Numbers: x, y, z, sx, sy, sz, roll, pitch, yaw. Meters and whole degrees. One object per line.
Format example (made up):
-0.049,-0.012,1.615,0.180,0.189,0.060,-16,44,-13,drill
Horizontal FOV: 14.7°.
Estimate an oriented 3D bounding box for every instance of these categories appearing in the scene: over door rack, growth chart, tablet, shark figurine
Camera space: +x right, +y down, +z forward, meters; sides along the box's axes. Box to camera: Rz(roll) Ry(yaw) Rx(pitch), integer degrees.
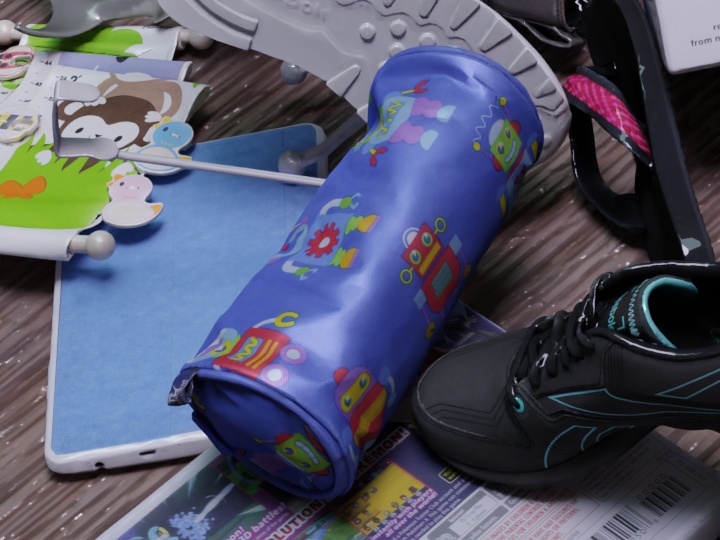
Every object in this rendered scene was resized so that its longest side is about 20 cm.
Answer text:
-0.046,-0.075,1.249,0.199,0.067,0.148,16,39,-16,over door rack
-0.142,-0.065,1.331,0.144,0.018,0.200,-1,36,19,growth chart
-0.075,0.009,1.246,0.129,0.014,0.201,-10,41,6,tablet
-0.079,-0.174,1.348,0.127,0.214,0.090,10,66,-27,shark figurine

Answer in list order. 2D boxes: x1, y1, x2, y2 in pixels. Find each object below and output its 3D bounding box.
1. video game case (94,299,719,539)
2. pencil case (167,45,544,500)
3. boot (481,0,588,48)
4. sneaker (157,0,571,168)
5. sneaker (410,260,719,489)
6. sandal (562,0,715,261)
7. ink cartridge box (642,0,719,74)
0.018,0.105,1.096,0.200,0.023,0.182,-38,51,-23,video game case
0.000,0.000,1.125,0.087,0.078,0.200,0,47,42,pencil case
0.040,-0.205,1.333,0.173,0.201,0.069,1,8,33,boot
0.006,-0.113,1.218,0.199,0.077,0.081,31,20,-5,sneaker
0.099,0.029,1.053,0.199,0.079,0.076,-11,49,32,sneaker
0.114,-0.052,1.211,0.045,0.075,0.201,-10,44,0,sandal
0.153,-0.196,1.230,0.084,0.201,0.145,-11,6,5,ink cartridge box
